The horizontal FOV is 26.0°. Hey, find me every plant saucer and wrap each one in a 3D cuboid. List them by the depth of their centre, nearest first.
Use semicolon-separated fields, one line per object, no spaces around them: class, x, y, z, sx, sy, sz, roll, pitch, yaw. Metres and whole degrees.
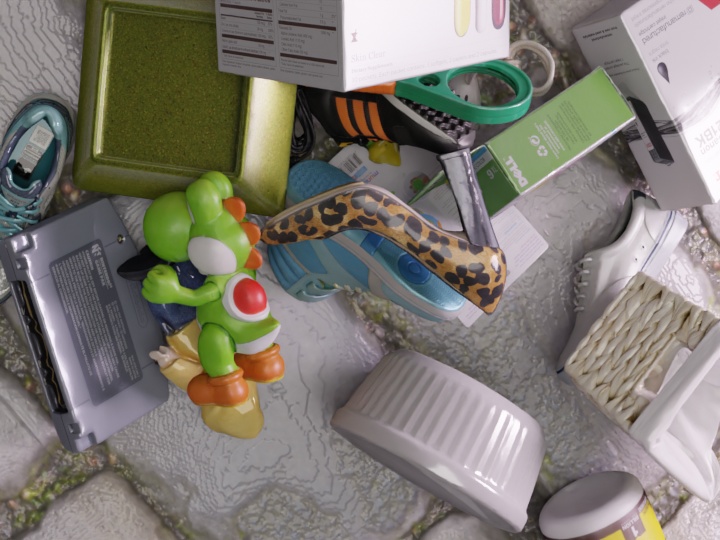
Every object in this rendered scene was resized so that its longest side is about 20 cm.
plant saucer;-0.157;-0.156;1.354;0.197;0.048;0.202;8;99;8

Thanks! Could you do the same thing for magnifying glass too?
magnifying glass;0.050;-0.162;1.345;0.197;0.080;0.023;3;132;-4

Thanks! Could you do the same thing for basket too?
basket;0.293;0.108;1.457;0.136;0.123;0.200;-51;143;-1

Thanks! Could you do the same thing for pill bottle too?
pill bottle;0.259;0.306;1.527;0.108;0.109;0.202;-26;102;-6

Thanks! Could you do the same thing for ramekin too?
ramekin;0.080;0.152;1.435;0.201;0.202;0.095;33;80;-13

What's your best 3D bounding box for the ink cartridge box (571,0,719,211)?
ink cartridge box;0.311;-0.177;1.465;0.144;0.084;0.201;-35;104;-23

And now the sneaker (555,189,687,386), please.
sneaker;0.235;0.014;1.510;0.070;0.073;0.201;33;82;-4

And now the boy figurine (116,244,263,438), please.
boy figurine;-0.141;0.064;1.435;0.124;0.064;0.201;-47;120;-42

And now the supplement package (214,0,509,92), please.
supplement package;0.003;-0.223;1.281;0.199;0.155;0.112;-19;113;-42

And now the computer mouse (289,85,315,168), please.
computer mouse;-0.134;-0.145;1.416;0.198;0.046;0.142;-13;110;11

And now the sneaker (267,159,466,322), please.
sneaker;0.000;0.000;1.424;0.200;0.131;0.079;39;48;10

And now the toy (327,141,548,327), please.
toy;0.068;-0.057;1.470;0.115;0.047;0.200;-43;95;-14

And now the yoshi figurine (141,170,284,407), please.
yoshi figurine;-0.135;0.011;1.360;0.111;0.113;0.202;-11;111;-6

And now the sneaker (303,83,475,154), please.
sneaker;0.014;-0.142;1.408;0.199;0.070;0.091;34;126;20

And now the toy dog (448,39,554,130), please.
toy dog;0.081;-0.226;1.409;0.131;0.096;0.202;-21;89;28

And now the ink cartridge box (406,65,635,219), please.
ink cartridge box;0.144;-0.099;1.421;0.199;0.104;0.060;-34;88;-23

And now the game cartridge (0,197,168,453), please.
game cartridge;-0.240;0.044;1.399;0.133;0.040;0.202;-28;109;-44

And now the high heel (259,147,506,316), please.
high heel;0.021;-0.009;1.328;0.198;0.071;0.144;-17;96;6

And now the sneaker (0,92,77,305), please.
sneaker;-0.311;-0.062;1.383;0.077;0.086;0.202;18;94;-11
